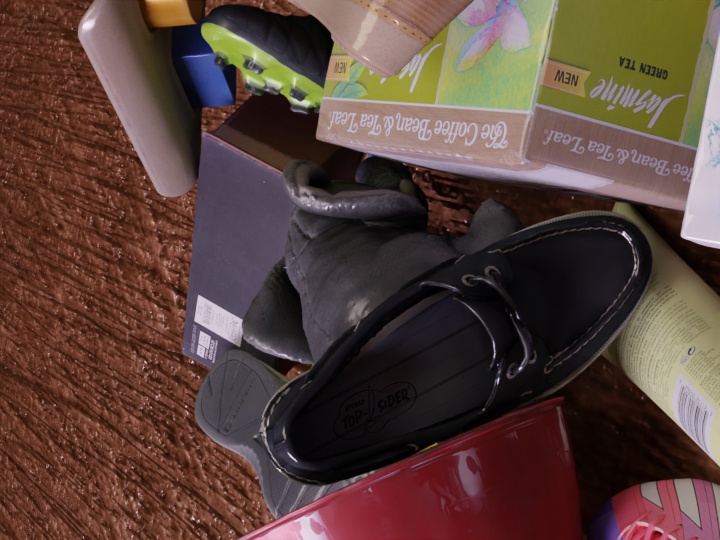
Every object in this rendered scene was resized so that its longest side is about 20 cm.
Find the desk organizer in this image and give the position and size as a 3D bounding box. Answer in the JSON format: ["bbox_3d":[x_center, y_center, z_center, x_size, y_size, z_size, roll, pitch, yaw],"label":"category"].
[{"bbox_3d":[-0.056,-0.018,0.997,0.077,0.072,0.200,-50,-19,-40],"label":"desk organizer"}]

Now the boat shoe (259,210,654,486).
[{"bbox_3d":[0.044,0.033,0.703,0.066,0.199,0.075,79,167,-85],"label":"boat shoe"}]

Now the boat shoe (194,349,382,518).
[{"bbox_3d":[-0.027,0.109,0.938,0.202,0.065,0.075,29,90,52],"label":"boat shoe"}]

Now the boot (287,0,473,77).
[{"bbox_3d":[0.025,-0.185,0.733,0.167,0.072,0.200,-57,30,11],"label":"boot"}]

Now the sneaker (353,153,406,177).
[{"bbox_3d":[0.013,-0.108,0.995,0.200,0.075,0.090,-54,48,49],"label":"sneaker"}]

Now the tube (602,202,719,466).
[{"bbox_3d":[0.146,0.031,0.734,0.058,0.052,0.200,-32,27,-2],"label":"tube"}]

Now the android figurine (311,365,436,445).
[{"bbox_3d":[0.020,0.091,0.949,0.182,0.041,0.200,-64,34,30],"label":"android figurine"}]

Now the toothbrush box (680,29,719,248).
[{"bbox_3d":[0.206,-0.093,0.548,0.146,0.085,0.201,13,95,25],"label":"toothbrush box"}]

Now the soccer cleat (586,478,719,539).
[{"bbox_3d":[0.148,0.130,0.668,0.200,0.076,0.067,17,98,61],"label":"soccer cleat"}]

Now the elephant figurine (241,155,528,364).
[{"bbox_3d":[0.000,0.000,0.857,0.142,0.155,0.200,-50,51,-3],"label":"elephant figurine"}]

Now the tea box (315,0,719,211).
[{"bbox_3d":[0.095,-0.138,0.773,0.200,0.133,0.197,13,93,61],"label":"tea box"}]

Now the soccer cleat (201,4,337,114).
[{"bbox_3d":[-0.002,-0.120,0.884,0.067,0.200,0.081,16,88,50],"label":"soccer cleat"}]

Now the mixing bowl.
[{"bbox_3d":[0.028,0.148,0.745,0.200,0.200,0.109,-38,73,52],"label":"mixing bowl"}]

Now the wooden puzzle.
[{"bbox_3d":[-0.102,-0.169,0.900,0.185,0.046,0.200,74,-162,-62],"label":"wooden puzzle"}]
